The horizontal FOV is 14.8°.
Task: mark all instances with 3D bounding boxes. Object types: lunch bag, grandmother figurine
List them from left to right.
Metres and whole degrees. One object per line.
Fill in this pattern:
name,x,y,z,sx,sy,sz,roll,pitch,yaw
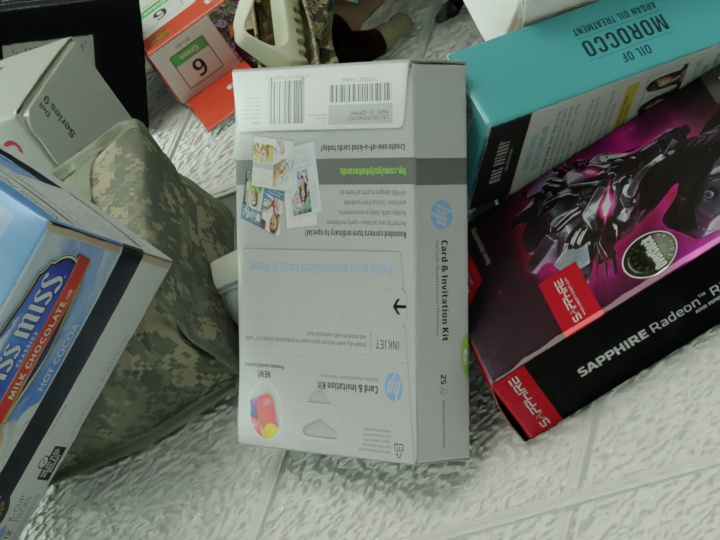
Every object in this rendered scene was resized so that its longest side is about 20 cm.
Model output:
lunch bag,-0.176,0.034,1.621,0.200,0.118,0.164,-33,33,19
grandmother figurine,-0.029,-0.157,1.804,0.121,0.061,0.200,-6,41,31

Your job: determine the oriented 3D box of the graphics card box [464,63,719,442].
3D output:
graphics card box,0.140,-0.014,1.397,0.200,0.051,0.125,-31,36,7

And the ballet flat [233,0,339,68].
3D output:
ballet flat,-0.045,-0.123,1.695,0.068,0.075,0.200,-36,46,31

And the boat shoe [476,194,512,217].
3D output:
boat shoe,0.064,-0.054,1.524,0.200,0.069,0.084,-7,27,39

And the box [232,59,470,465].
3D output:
box,-0.006,-0.006,1.423,0.041,0.200,0.156,-1,1,-37

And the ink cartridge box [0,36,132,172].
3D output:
ink cartridge box,-0.232,-0.049,1.774,0.200,0.145,0.088,-14,34,37

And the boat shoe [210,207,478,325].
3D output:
boat shoe,-0.001,0.000,1.520,0.070,0.072,0.201,-27,7,-42

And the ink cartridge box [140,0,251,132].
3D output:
ink cartridge box,-0.100,-0.173,1.920,0.109,0.050,0.200,-36,27,-2

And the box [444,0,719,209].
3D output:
box,0.136,-0.103,1.438,0.200,0.082,0.049,-20,64,-18

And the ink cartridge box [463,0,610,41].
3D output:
ink cartridge box,0.135,-0.216,1.454,0.200,0.147,0.083,-23,-17,-12

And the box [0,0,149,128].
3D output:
box,-0.256,-0.147,1.936,0.148,0.104,0.200,-10,16,-27

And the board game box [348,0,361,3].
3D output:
board game box,-0.004,-0.285,1.811,0.103,0.105,0.200,17,52,25

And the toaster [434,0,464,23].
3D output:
toaster,0.132,-0.270,1.740,0.181,0.119,0.200,-5,41,46

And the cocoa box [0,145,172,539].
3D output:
cocoa box,-0.223,0.038,1.475,0.133,0.131,0.200,33,96,27
